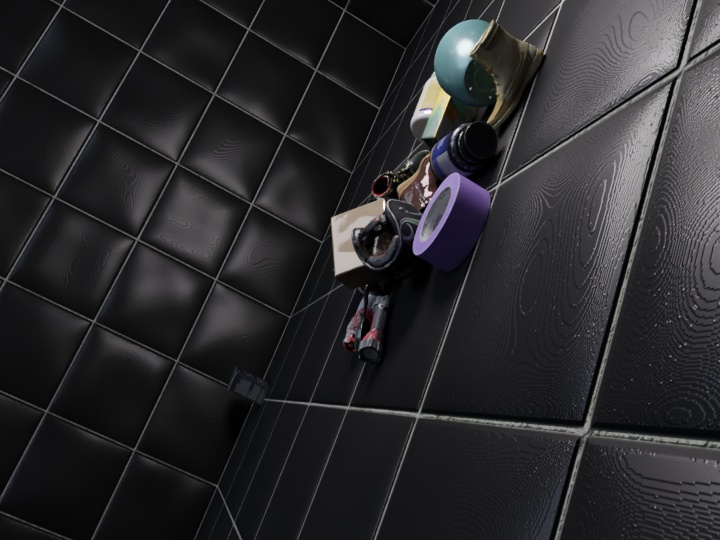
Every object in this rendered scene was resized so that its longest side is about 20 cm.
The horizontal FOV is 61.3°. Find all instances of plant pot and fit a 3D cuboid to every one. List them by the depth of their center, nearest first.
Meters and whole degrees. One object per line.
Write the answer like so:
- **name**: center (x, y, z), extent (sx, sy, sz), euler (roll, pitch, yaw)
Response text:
- **plant pot**: center (0.298, -0.505, 1.521), extent (0.203, 0.196, 0.162), euler (-58, 22, 23)

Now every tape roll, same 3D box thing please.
- **tape roll**: center (0.200, -0.106, 1.349), extent (0.203, 0.083, 0.201), euler (-61, 11, 19)

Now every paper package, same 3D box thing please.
- **paper package**: center (0.018, -0.072, 1.722), extent (0.186, 0.103, 0.205), euler (-17, 59, 19)

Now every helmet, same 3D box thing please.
- **helmet**: center (0.089, -0.076, 1.525), extent (0.188, 0.200, 0.203), euler (1, -54, -54)

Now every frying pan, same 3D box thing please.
- **frying pan**: center (0.003, 0.149, 1.602), extent (0.115, 0.030, 0.196), euler (-60, -33, -63)

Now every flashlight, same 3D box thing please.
- **flashlight**: center (0.040, 0.153, 1.588), extent (0.202, 0.066, 0.069), euler (-75, -21, -53)

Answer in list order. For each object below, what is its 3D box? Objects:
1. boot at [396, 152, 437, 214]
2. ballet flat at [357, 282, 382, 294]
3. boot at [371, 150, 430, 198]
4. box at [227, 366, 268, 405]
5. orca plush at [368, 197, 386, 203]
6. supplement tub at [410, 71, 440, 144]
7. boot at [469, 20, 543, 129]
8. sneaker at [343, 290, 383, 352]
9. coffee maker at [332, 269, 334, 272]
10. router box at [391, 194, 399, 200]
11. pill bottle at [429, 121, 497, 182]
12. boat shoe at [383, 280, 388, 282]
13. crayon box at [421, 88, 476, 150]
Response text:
- **boot**: center (0.201, -0.241, 1.718), extent (0.199, 0.072, 0.168), euler (-40, 38, 8)
- **ballet flat**: center (0.000, 0.000, 1.808), extent (0.068, 0.071, 0.205), euler (126, 124, -71)
- **boot**: center (0.131, -0.298, 1.911), extent (0.203, 0.074, 0.153), euler (-40, -9, 25)
- **box**: center (-0.590, 0.604, 3.188), extent (0.107, 0.196, 0.148), euler (-63, 11, -3)
- **orca plush**: center (0.082, -0.177, 2.030), extent (0.201, 0.103, 0.072), euler (90, 156, -66)
- **supplement tub**: center (0.244, -0.495, 1.844), extent (0.204, 0.143, 0.145), euler (-68, 12, -23)
- **boot**: center (0.309, -0.448, 1.402), extent (0.203, 0.152, 0.073), euler (-60, 11, 18)
- **sneaker**: center (0.008, 0.153, 1.727), extent (0.203, 0.066, 0.110), euler (123, 167, -48)
- **coffee maker**: center (0.000, -0.061, 2.063), extent (0.204, 0.132, 0.192), euler (-63, 10, 2)
- **router box**: center (0.131, -0.176, 1.883), extent (0.153, 0.061, 0.200), euler (-70, 12, -20)
- **pill bottle**: center (0.246, -0.284, 1.453), extent (0.114, 0.110, 0.200), euler (-65, 11, -11)
- **boat shoe**: center (0.058, -0.016, 1.843), extent (0.071, 0.070, 0.201), euler (-63, 11, 3)
- **crayon box**: center (0.249, -0.411, 1.679), extent (0.051, 0.125, 0.204), euler (7, 67, 43)
